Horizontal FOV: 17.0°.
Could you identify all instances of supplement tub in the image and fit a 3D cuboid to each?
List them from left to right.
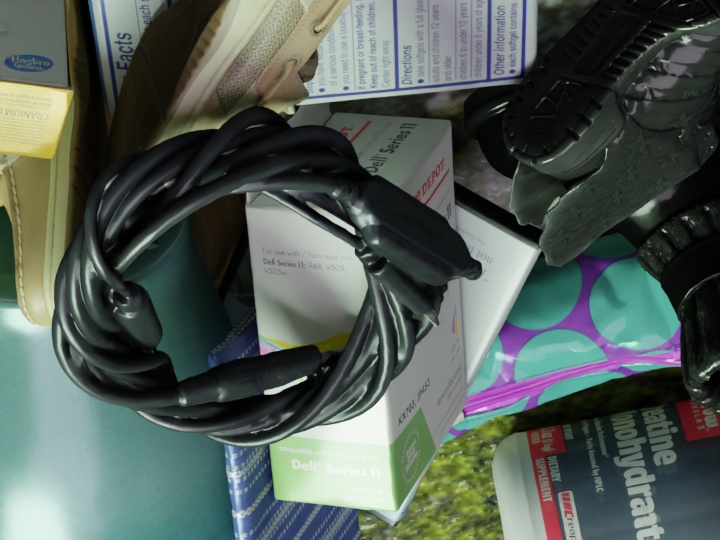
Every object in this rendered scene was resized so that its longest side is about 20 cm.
[{"bbox_3d":[0.185,0.147,1.408,0.200,0.140,0.140,-12,138,4],"label":"supplement tub"}]

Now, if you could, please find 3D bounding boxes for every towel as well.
[{"bbox_3d":[-0.038,0.100,1.206,0.024,0.145,0.200,3,115,19],"label":"towel"}]

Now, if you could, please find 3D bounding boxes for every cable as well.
[{"bbox_3d":[-0.053,0.006,1.034,0.163,0.051,0.200,-37,140,24],"label":"cable"}]

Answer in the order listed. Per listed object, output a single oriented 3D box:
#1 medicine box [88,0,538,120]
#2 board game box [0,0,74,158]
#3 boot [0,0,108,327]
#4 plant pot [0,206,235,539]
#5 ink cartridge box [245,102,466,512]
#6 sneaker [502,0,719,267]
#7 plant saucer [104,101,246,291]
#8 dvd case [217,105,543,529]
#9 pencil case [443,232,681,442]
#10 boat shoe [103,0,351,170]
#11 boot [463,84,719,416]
[{"bbox_3d":[-0.025,-0.171,1.048,0.200,0.103,0.182,-5,138,-2],"label":"medicine box"},{"bbox_3d":[-0.197,-0.139,0.984,0.153,0.200,0.040,7,137,-16],"label":"board game box"},{"bbox_3d":[-0.194,-0.057,1.080,0.155,0.200,0.073,-9,156,3],"label":"boot"},{"bbox_3d":[-0.145,0.050,1.174,0.200,0.200,0.188,-3,125,-6],"label":"plant pot"},{"bbox_3d":[0.000,0.000,1.157,0.067,0.117,0.200,5,118,19],"label":"ink cartridge box"},{"bbox_3d":[0.136,-0.086,1.098,0.200,0.060,0.104,-43,148,14],"label":"sneaker"},{"bbox_3d":[-0.159,-0.016,1.253,0.200,0.032,0.200,-4,138,-4],"label":"plant saucer"},{"bbox_3d":[-0.005,0.026,1.254,0.143,0.018,0.200,29,123,6],"label":"dvd case"},{"bbox_3d":[0.095,0.039,1.309,0.200,0.093,0.085,-19,138,11],"label":"pencil case"},{"bbox_3d":[-0.048,-0.087,1.006,0.064,0.071,0.200,17,132,-25],"label":"boat shoe"},{"bbox_3d":[0.151,-0.012,1.200,0.211,0.158,0.079,10,154,-20],"label":"boot"}]
